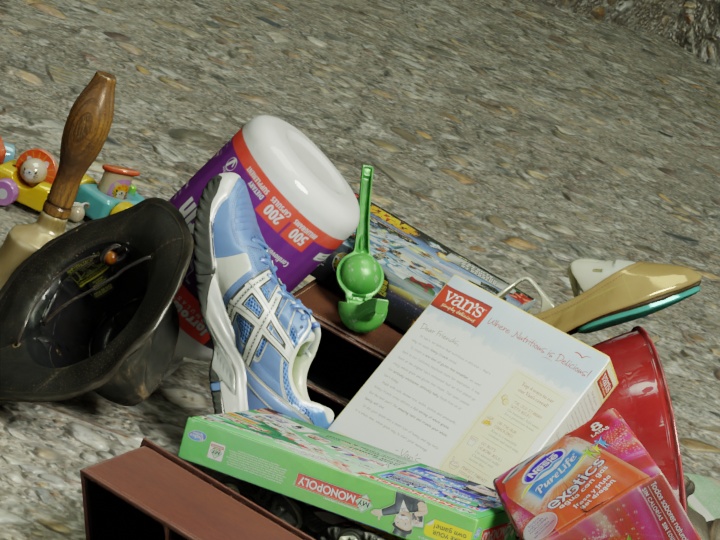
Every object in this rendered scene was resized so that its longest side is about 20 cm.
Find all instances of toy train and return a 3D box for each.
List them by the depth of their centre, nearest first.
[{"bbox_3d":[-0.267,-0.092,2.103,0.199,0.056,0.150,17,17,-18],"label":"toy train"}]

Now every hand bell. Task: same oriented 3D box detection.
[{"bbox_3d":[-0.220,-0.051,1.767,0.103,0.201,0.104,20,16,-6],"label":"hand bell"}]

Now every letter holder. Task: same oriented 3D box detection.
[{"bbox_3d":[0.012,0.077,1.849,0.141,0.101,0.200,27,16,9],"label":"letter holder"}]

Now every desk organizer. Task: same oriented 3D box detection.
[{"bbox_3d":[-0.080,0.184,1.428,0.199,0.072,0.077,28,19,21],"label":"desk organizer"}]

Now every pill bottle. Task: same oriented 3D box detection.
[{"bbox_3d":[-0.102,-0.012,1.772,0.112,0.200,0.113,43,14,-14],"label":"pill bottle"}]

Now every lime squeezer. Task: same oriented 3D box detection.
[{"bbox_3d":[0.000,0.000,1.756,0.037,0.071,0.201,-5,31,1],"label":"lime squeezer"}]

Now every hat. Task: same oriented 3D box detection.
[{"bbox_3d":[-0.177,0.045,1.672,0.081,0.200,0.201,56,-3,-31],"label":"hat"}]

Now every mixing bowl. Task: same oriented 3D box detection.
[{"bbox_3d":[0.160,0.145,1.713,0.107,0.202,0.200,-6,20,-5],"label":"mixing bowl"}]

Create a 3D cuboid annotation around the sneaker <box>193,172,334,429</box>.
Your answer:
[{"bbox_3d":[-0.068,0.029,1.668,0.076,0.202,0.076,-11,-5,11],"label":"sneaker"}]

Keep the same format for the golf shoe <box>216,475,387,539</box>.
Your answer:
[{"bbox_3d":[-0.007,0.186,1.512,0.199,0.078,0.088,31,13,29],"label":"golf shoe"}]

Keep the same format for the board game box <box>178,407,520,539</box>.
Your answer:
[{"bbox_3d":[-0.001,0.134,1.535,0.199,0.029,0.134,18,6,19],"label":"board game box"}]

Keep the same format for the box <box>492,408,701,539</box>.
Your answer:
[{"bbox_3d":[0.175,0.200,1.489,0.201,0.095,0.100,58,1,-24],"label":"box"}]

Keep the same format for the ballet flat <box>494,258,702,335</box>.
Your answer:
[{"bbox_3d":[0.144,0.026,1.720,0.063,0.199,0.069,66,11,6],"label":"ballet flat"}]

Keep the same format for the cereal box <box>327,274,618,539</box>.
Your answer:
[{"bbox_3d":[0.063,0.111,1.644,0.143,0.200,0.040,29,-21,33],"label":"cereal box"}]

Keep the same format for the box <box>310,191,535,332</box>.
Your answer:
[{"bbox_3d":[0.025,-0.001,1.863,0.199,0.040,0.137,31,18,16],"label":"box"}]

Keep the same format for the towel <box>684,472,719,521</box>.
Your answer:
[{"bbox_3d":[0.224,0.179,1.937,0.199,0.024,0.153,16,16,-22],"label":"towel"}]

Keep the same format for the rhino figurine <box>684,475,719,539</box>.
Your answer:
[{"bbox_3d":[0.299,0.221,1.830,0.199,0.060,0.088,19,30,-18],"label":"rhino figurine"}]

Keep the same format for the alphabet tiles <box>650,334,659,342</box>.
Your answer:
[{"bbox_3d":[0.130,0.089,1.872,0.199,0.008,0.167,-20,-4,23],"label":"alphabet tiles"}]
